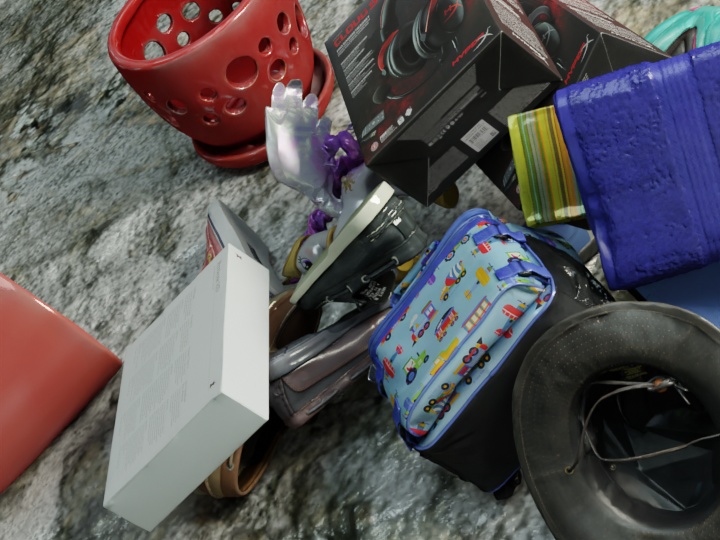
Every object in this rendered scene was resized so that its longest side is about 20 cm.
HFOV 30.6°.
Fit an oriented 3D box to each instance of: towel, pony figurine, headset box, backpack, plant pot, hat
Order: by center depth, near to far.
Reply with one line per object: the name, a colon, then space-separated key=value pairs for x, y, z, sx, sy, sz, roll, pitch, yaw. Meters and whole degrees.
hat: x=0.200 y=0.114 z=0.888 sx=0.200 sy=0.202 sz=0.081 roll=-7 pitch=4 yaw=29
towel: x=0.244 y=-0.080 z=0.893 sx=0.199 sy=0.148 sz=0.050 roll=-15 pitch=4 yaw=22
towel: x=0.205 y=-0.091 z=0.938 sx=0.199 sy=0.086 sz=0.018 roll=-13 pitch=1 yaw=23
backpack: x=0.091 y=0.039 z=1.000 sx=0.183 sy=0.134 sz=0.200 roll=-51 pitch=29 yaw=18
headset box: x=0.057 y=-0.173 z=1.052 sx=0.149 sy=0.075 sz=0.200 roll=-43 pitch=38 yaw=23
headset box: x=0.148 y=-0.146 z=1.069 sx=0.149 sy=0.077 sz=0.200 roll=-66 pitch=28 yaw=20
pony figurine: x=-0.002 y=-0.069 z=1.186 sx=0.200 sy=0.166 sz=0.194 roll=-8 pitch=70 yaw=52
plant pot: x=-0.353 y=0.104 z=1.232 sx=0.200 sy=0.200 sz=0.178 roll=20 pitch=72 yaw=45
plant pot: x=-0.142 y=-0.222 z=1.406 sx=0.200 sy=0.183 sz=0.201 roll=-18 pitch=42 yaw=17

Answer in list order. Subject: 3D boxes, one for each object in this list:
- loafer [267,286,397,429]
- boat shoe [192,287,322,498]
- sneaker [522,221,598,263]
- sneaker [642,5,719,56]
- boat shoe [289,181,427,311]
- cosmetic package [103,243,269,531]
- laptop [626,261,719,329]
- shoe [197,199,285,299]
loafer: x=0.003 y=0.064 z=1.105 sx=0.199 sy=0.063 sz=0.072 roll=-27 pitch=3 yaw=-26
boat shoe: x=-0.078 y=0.108 z=1.124 sx=0.072 sy=0.076 sz=0.201 roll=12 pitch=66 yaw=37
sneaker: x=0.190 y=-0.076 z=1.114 sx=0.200 sy=0.077 sz=0.076 roll=-48 pitch=43 yaw=-13
sneaker: x=0.251 y=-0.123 z=1.050 sx=0.121 sy=0.083 sz=0.201 roll=43 pitch=120 yaw=43
boat shoe: x=0.001 y=-0.002 z=1.055 sx=0.075 sy=0.066 sz=0.199 roll=-53 pitch=2 yaw=-34
cosmetic package: x=-0.139 y=0.091 z=1.078 sx=0.151 sy=0.052 sz=0.200 roll=-46 pitch=26 yaw=25
laptop: x=0.299 y=0.002 z=0.878 sx=0.177 sy=0.103 sz=0.200 roll=-45 pitch=27 yaw=2
shoe: x=-0.134 y=0.007 z=1.258 sx=0.091 sy=0.071 sz=0.200 roll=-44 pitch=30 yaw=7
